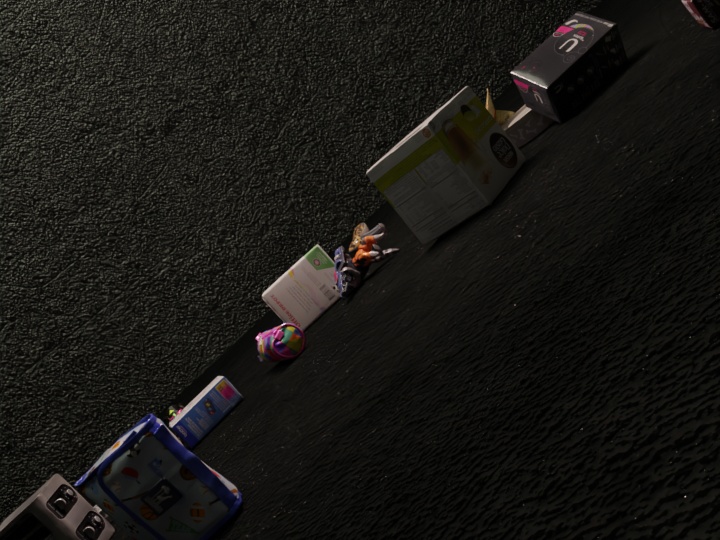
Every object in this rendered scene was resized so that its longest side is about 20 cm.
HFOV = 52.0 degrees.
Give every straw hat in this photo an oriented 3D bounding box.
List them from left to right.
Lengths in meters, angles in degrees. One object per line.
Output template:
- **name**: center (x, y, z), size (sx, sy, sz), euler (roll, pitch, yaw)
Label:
- **straw hat**: center (0.357, -0.359, 1.862), size (0.085, 0.202, 0.201), euler (1, 15, 8)

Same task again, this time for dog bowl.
- **dog bowl**: center (0.412, -0.364, 1.716), size (0.200, 0.059, 0.200), euler (-43, 6, 5)

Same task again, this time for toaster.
- **toaster**: center (-0.645, 0.553, 1.516), size (0.200, 0.181, 0.119), euler (-41, 7, 1)

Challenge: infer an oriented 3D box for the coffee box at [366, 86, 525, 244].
- **coffee box**: center (0.175, -0.209, 1.494), size (0.200, 0.198, 0.200), euler (-33, 10, 46)

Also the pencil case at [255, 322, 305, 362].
- **pencil case**: center (-0.191, 0.172, 1.737), size (0.088, 0.088, 0.200), euler (-45, 7, -22)

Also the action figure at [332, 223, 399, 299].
- **action figure**: center (0.000, 0.000, 1.826), size (0.194, 0.104, 0.200), euler (-47, 28, 31)

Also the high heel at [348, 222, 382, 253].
- **high heel**: center (-0.019, -0.103, 2.585), size (0.142, 0.072, 0.200), euler (-38, 13, -22)

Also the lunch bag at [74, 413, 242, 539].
- **lunch bag**: center (-0.266, 0.287, 0.984), size (0.200, 0.170, 0.124), euler (-36, 12, 44)

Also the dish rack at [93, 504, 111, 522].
- **dish rack**: center (-0.648, 0.611, 1.798), size (0.200, 0.044, 0.172), euler (-41, 7, 10)

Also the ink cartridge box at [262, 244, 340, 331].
- **ink cartridge box**: center (-0.140, 0.050, 1.952), size (0.200, 0.145, 0.088), euler (-43, 5, 1)

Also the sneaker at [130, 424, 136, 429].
- **sneaker**: center (-0.687, 0.538, 2.294), size (0.071, 0.099, 0.200), euler (-41, 7, -2)

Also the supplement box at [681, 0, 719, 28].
- **supplement box**: center (0.615, -0.474, 1.160), size (0.200, 0.061, 0.109), euler (-39, 6, 25)

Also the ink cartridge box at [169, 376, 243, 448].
- **ink cartridge box**: center (-0.384, 0.348, 1.774), size (0.200, 0.076, 0.136), euler (-43, 5, -17)

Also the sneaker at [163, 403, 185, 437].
- **sneaker**: center (-0.490, 0.406, 1.998), size (0.074, 0.087, 0.200), euler (-44, 6, -18)

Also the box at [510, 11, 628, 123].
- **box**: center (0.439, -0.428, 1.551), size (0.200, 0.106, 0.122), euler (-43, 42, -3)
